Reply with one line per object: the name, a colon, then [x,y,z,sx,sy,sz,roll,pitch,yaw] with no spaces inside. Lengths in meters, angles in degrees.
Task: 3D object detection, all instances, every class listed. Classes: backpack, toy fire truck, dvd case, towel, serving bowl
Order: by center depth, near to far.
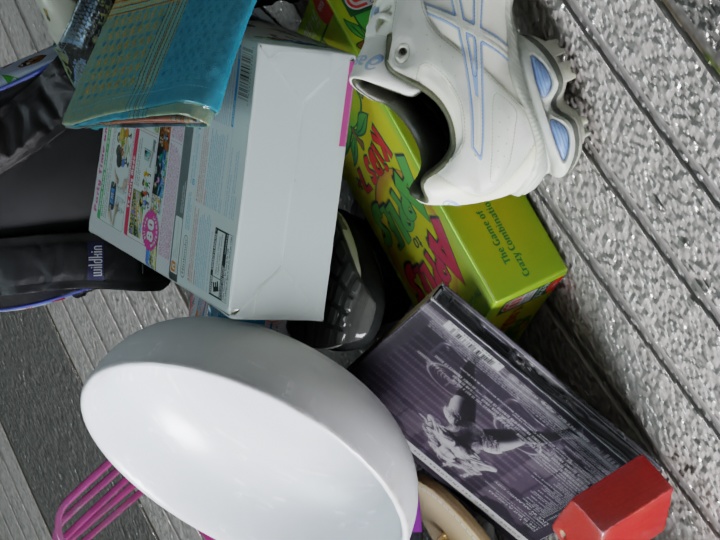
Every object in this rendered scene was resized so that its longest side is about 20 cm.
toy fire truck: [0.153,0.201,1.313,0.141,0.049,0.201,48,154,26]
towel: [-0.084,-0.166,1.364,0.022,0.201,0.146,30,164,-31]
dvd case: [0.068,0.084,1.383,0.148,0.016,0.200,40,157,-2]
serving bowl: [-0.053,0.087,1.406,0.199,0.066,0.201,20,149,12]
backpack: [-0.232,-0.067,1.809,0.154,0.189,0.201,-131,22,-76]

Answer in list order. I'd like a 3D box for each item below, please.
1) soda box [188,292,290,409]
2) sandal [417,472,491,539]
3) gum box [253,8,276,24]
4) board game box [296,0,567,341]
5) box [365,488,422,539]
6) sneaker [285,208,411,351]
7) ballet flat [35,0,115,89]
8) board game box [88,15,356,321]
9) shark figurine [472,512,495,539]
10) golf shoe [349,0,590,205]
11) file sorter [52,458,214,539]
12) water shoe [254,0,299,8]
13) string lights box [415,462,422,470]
soda box: [-0.068,0.027,1.557,0.200,0.068,0.064,-108,28,-75]
sandal: [0.070,0.223,1.475,0.212,0.069,0.078,55,161,-1]
gum box: [-0.106,-0.128,1.606,0.200,0.066,0.114,48,150,42]
board game box: [0.032,-0.058,1.369,0.201,0.047,0.102,62,158,15]
box: [0.011,0.237,1.493,0.143,0.036,0.201,122,144,-66]
sneaker: [0.000,0.000,1.443,0.200,0.087,0.076,-131,58,-69]
ballet flat: [-0.165,-0.191,1.526,0.074,0.074,0.201,52,137,33]
board game box: [-0.080,-0.068,1.410,0.200,0.064,0.149,28,113,58]
shark figurine: [0.032,0.220,1.614,0.214,0.089,0.129,-10,73,57]
golf shoe: [0.033,-0.127,1.228,0.201,0.097,0.078,67,161,4]
file sorter: [-0.116,0.183,1.576,0.139,0.125,0.200,46,160,8]
water shoe: [-0.086,-0.201,1.466,0.200,0.079,0.072,33,140,57]
string lights box: [-0.028,0.111,1.611,0.059,0.102,0.200,69,160,-2]
